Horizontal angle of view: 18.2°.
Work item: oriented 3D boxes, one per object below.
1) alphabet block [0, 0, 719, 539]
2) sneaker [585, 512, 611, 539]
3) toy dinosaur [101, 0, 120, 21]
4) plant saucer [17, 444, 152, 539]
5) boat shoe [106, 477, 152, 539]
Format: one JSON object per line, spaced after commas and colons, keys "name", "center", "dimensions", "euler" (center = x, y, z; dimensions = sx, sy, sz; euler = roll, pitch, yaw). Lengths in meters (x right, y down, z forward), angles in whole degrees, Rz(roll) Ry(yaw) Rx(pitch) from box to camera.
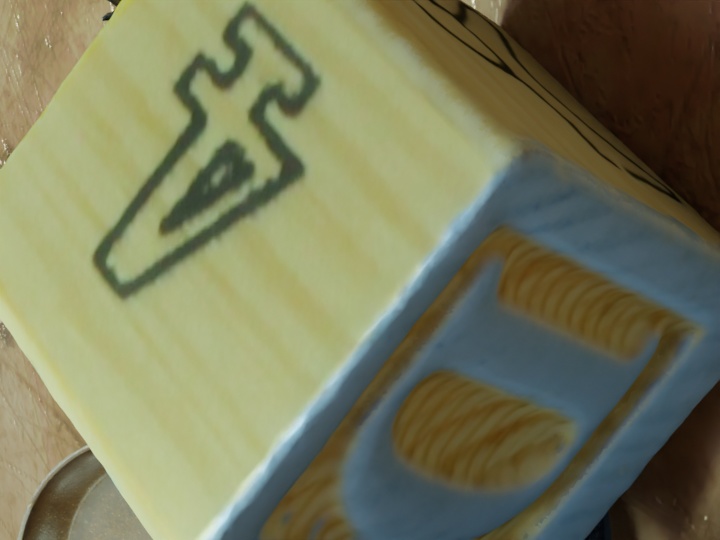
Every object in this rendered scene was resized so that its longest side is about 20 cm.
{"name": "alphabet block", "center": [0.000, 0.000, 0.863], "dimensions": [0.197, 0.195, 0.200], "euler": [-51, 50, 11]}
{"name": "sneaker", "center": [0.049, 0.073, 0.996], "dimensions": [0.078, 0.070, 0.201], "euler": [-57, 47, 55]}
{"name": "toy dinosaur", "center": [-0.075, -0.128, 1.115], "dimensions": [0.200, 0.086, 0.136], "euler": [-36, 34, 41]}
{"name": "plant saucer", "center": [-0.097, 0.180, 1.229], "dimensions": [0.199, 0.034, 0.202], "euler": [8, 109, 24]}
{"name": "boat shoe", "center": [-0.097, 0.173, 1.283], "dimensions": [0.069, 0.071, 0.202], "euler": [7, 106, 29]}
